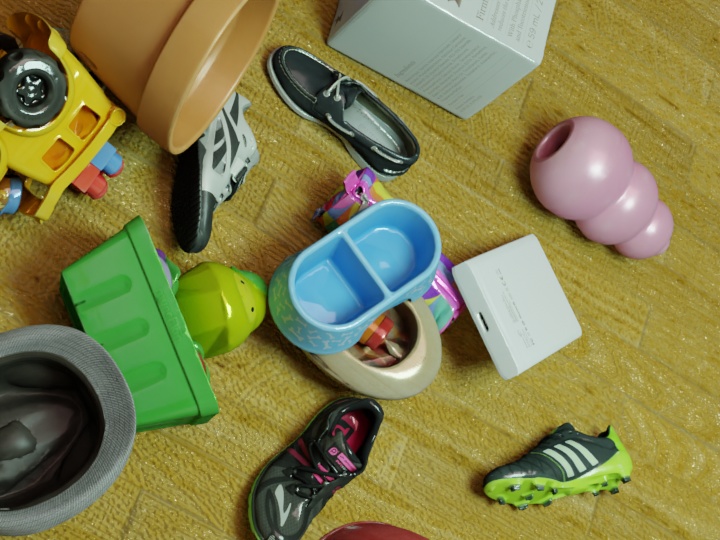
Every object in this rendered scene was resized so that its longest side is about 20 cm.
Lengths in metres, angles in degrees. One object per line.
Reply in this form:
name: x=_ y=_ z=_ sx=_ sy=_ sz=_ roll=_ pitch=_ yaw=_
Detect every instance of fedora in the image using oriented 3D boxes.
fedora: x=-0.307 y=0.149 z=1.404 sx=0.199 sy=0.090 sz=0.177 roll=-35 pitch=89 yaw=-16

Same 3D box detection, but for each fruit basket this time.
fruit basket: x=-0.173 y=0.048 z=1.501 sx=0.214 sy=0.155 sz=0.218 roll=2 pitch=79 yaw=-12

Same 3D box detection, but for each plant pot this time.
plant pot: x=-0.185 y=-0.233 z=1.483 sx=0.139 sy=0.200 sz=0.201 roll=33 pitch=59 yaw=2

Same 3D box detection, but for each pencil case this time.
pencil case: x=0.038 y=-0.020 z=1.670 sx=0.200 sy=0.088 sz=0.088 roll=47 pitch=57 yaw=-9

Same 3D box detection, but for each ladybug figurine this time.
ladybug figurine: x=-0.005 y=0.055 z=1.615 sx=0.200 sy=0.072 sz=0.136 roll=44 pitch=69 yaw=1

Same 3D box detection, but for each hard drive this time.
hard drive: x=0.176 y=0.036 z=1.710 sx=0.200 sy=0.027 sz=0.133 roll=-20 pitch=84 yaw=-60

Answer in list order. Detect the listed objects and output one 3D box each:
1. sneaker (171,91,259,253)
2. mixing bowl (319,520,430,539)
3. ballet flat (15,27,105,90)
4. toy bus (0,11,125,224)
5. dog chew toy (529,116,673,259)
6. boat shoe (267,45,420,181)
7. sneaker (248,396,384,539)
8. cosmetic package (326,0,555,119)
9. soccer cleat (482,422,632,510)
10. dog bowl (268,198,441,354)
sneaker: x=-0.144 y=-0.107 z=1.600 sx=0.088 sy=0.074 sz=0.202 roll=16 pitch=63 yaw=-27
mixing bowl: x=0.040 y=0.341 z=1.534 sx=0.199 sy=0.108 sz=0.202 roll=11 pitch=68 yaw=-27
ballet flat: x=-0.253 y=-0.207 z=1.574 sx=0.198 sy=0.071 sz=0.071 roll=1 pitch=73 yaw=-24
toy bus: x=-0.320 y=-0.115 z=1.474 sx=0.200 sy=0.135 sz=0.192 roll=-51 pitch=126 yaw=-8
dog chew toy: x=0.293 y=-0.089 z=1.823 sx=0.200 sy=0.124 sz=0.125 roll=42 pitch=58 yaw=-21
boat shoe: x=-0.015 y=-0.184 z=1.708 sx=0.200 sy=0.060 sz=0.076 roll=38 pitch=59 yaw=-13
sneaker: x=-0.044 y=0.197 z=1.548 sx=0.077 sy=0.084 sz=0.201 roll=41 pitch=58 yaw=-11
cosmetic package: x=0.098 y=-0.310 z=1.753 sx=0.199 sy=0.166 sz=0.169 roll=25 pitch=63 yaw=-19
soccer cleat: x=0.212 y=0.214 z=1.709 sx=0.199 sy=0.068 sz=0.082 roll=-2 pitch=57 yaw=-31
dog bowl: x=0.000 y=0.000 z=1.566 sx=0.199 sy=0.050 sz=0.112 roll=-34 pitch=83 yaw=-24
